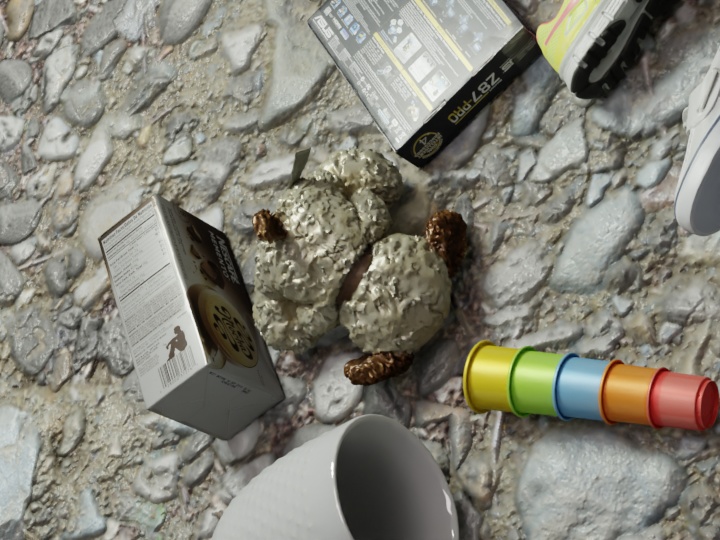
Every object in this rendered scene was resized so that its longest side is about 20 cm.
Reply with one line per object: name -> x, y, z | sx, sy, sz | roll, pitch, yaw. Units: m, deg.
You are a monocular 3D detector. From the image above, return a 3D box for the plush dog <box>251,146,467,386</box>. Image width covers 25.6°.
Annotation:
plush dog -> 0.000, 0.000, 1.357 | 0.171, 0.160, 0.201 | 28, 91, 14

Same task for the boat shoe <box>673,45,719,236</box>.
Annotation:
boat shoe -> 0.287, -0.119, 1.234 | 0.065, 0.074, 0.201 | 19, 73, 45

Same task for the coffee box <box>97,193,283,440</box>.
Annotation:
coffee box -> -0.158, 0.043, 1.460 | 0.080, 0.113, 0.201 | -36, 53, 19

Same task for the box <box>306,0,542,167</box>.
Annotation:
box -> 0.055, -0.217, 1.454 | 0.161, 0.049, 0.200 | -45, 51, 15

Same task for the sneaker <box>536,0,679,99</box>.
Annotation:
sneaker -> 0.217, -0.247, 1.328 | 0.200, 0.078, 0.090 | -51, 48, 9

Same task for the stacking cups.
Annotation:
stacking cups -> 0.176, 0.093, 1.225 | 0.199, 0.060, 0.061 | 5, 74, 38

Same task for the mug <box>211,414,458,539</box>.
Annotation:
mug -> -0.040, 0.230, 1.251 | 0.175, 0.148, 0.200 | -30, 20, 34
